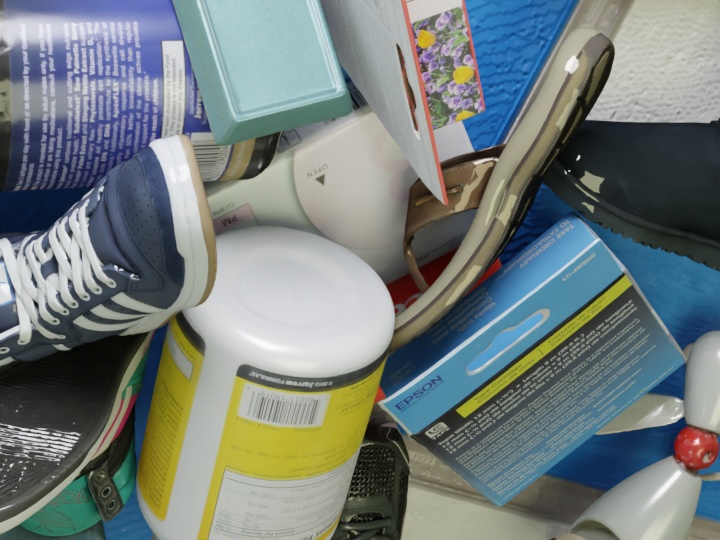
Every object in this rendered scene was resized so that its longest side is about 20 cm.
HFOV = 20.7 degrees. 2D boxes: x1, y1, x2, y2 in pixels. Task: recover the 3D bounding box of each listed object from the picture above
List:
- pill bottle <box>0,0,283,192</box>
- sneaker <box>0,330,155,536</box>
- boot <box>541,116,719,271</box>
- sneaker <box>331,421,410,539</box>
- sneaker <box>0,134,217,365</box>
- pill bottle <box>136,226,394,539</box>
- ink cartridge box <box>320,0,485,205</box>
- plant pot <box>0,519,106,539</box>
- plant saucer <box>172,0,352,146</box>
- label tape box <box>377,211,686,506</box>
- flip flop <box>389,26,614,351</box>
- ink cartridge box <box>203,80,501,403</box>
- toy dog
[{"bbox_3d":[-0.142,-0.094,0.934,0.198,0.112,0.113,-4,120,-19],"label":"pill bottle"},{"bbox_3d":[-0.165,0.097,1.006,0.083,0.200,0.121,19,126,9],"label":"sneaker"},{"bbox_3d":[0.204,-0.090,1.087,0.199,0.077,0.169,19,113,-33],"label":"boot"},{"bbox_3d":[0.000,0.183,1.163,0.080,0.086,0.202,-7,121,-20],"label":"sneaker"},{"bbox_3d":[-0.134,-0.003,0.909,0.108,0.200,0.071,-10,78,-19],"label":"sneaker"},{"bbox_3d":[-0.056,0.086,1.026,0.111,0.112,0.201,1,127,-21],"label":"pill bottle"},{"bbox_3d":[0.018,-0.126,0.920,0.050,0.200,0.110,-19,124,-8],"label":"ink cartridge box"},{"bbox_3d":[-0.209,0.252,1.058,0.194,0.200,0.198,-13,122,-13],"label":"plant pot"},{"bbox_3d":[-0.061,-0.161,0.905,0.069,0.019,0.202,-15,83,-20],"label":"plant saucer"},{"bbox_3d":[0.087,0.042,1.083,0.143,0.066,0.200,-38,149,5],"label":"label tape box"},{"bbox_3d":[0.059,-0.044,1.017,0.057,0.081,0.201,33,110,6],"label":"flip flop"},{"bbox_3d":[0.000,0.000,1.082,0.162,0.057,0.201,-28,120,-4],"label":"ink cartridge box"},{"bbox_3d":[0.173,0.130,1.214,0.200,0.096,0.132,-47,122,-8],"label":"toy dog"}]
